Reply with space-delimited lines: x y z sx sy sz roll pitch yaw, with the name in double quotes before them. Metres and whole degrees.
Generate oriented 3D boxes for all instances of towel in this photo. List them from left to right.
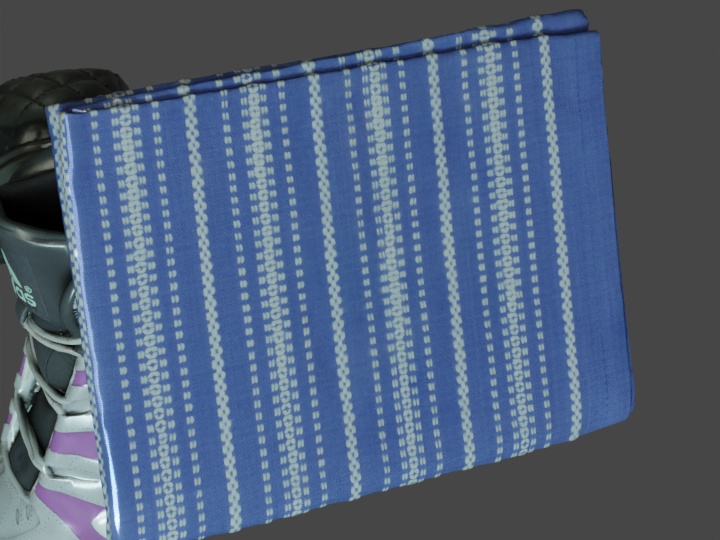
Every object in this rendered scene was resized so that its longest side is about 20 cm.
"towel" 0.000 0.000 0.747 0.199 0.024 0.146 -12 101 -26

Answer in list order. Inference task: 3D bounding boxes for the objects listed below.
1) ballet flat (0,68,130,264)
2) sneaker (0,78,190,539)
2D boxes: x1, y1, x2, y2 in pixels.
"ballet flat" -0.168 -0.024 0.836 0.199 0.057 0.067 -12 124 20
"sneaker" -0.101 0.017 0.769 0.200 0.140 0.078 -51 47 9
